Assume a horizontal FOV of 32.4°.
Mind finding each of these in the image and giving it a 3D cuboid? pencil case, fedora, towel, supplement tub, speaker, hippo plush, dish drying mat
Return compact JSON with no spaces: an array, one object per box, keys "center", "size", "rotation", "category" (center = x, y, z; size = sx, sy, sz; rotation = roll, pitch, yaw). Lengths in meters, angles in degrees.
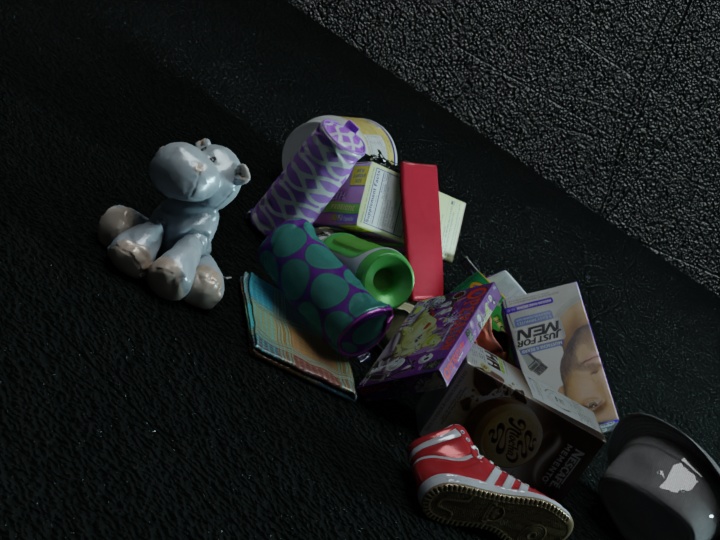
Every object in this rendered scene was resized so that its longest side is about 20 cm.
[{"center":[-0.043,0.020,1.534],"size":[0.092,0.086,0.200],"rotation":[-8,42,-40],"category":"pencil case"},{"center":[0.367,0.285,1.547],"size":[0.090,0.178,0.200],"rotation":[-29,62,-38],"category":"fedora"},{"center":[-0.075,0.076,1.504],"size":[0.146,0.022,0.200],"rotation":[26,18,-19],"category":"towel"},{"center":[-0.035,-0.187,2.093],"size":[0.145,0.146,0.200],"rotation":[38,18,16],"category":"supplement tub"},{"center":[-0.074,-0.122,1.764],"size":[0.084,0.200,0.085],"rotation":[44,25,4],"category":"pencil case"},{"center":[0.000,0.000,1.655],"size":[0.088,0.089,0.200],"rotation":[25,-1,-23],"category":"speaker"},{"center":[-0.187,-0.061,1.440],"size":[0.159,0.161,0.199],"rotation":[43,20,33],"category":"hippo plush"},{"center":[0.088,-0.055,1.798],"size":[0.076,0.202,0.018],"rotation":[1,-7,-43],"category":"dish drying mat"}]

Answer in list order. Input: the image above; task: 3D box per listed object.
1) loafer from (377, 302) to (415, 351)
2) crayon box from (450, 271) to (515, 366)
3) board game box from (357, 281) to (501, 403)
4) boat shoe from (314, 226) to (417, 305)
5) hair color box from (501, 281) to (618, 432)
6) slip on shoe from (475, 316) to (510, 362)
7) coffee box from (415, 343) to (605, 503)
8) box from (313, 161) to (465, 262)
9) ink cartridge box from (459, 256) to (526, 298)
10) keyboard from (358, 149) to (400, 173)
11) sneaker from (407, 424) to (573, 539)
[{"center":[0.090,0.110,1.613],"size":[0.199,0.076,0.068],"rotation":[37,11,11],"category":"loafer"},{"center":[0.223,0.105,1.809],"size":[0.200,0.058,0.119],"rotation":[48,-6,38],"category":"crayon box"},{"center":[0.086,0.085,1.502],"size":[0.200,0.119,0.032],"rotation":[-51,123,-51],"category":"board game box"},{"center":[0.011,-0.009,1.811],"size":[0.200,0.072,0.060],"rotation":[23,24,-20],"category":"boat shoe"},{"center":[0.265,0.126,1.669],"size":[0.065,0.108,0.201],"rotation":[77,-1,-69],"category":"hair color box"},{"center":[0.180,0.114,1.690],"size":[0.201,0.061,0.074],"rotation":[58,8,-41],"category":"slip on shoe"},{"center":[0.180,0.185,1.503],"size":[0.199,0.113,0.080],"rotation":[29,17,-10],"category":"coffee box"},{"center":[0.024,-0.086,1.880],"size":[0.199,0.098,0.175],"rotation":[21,-10,-38],"category":"box"},{"center":[0.236,0.047,1.937],"size":[0.200,0.043,0.196],"rotation":[51,1,2],"category":"ink cartridge box"},{"center":[0.006,-0.147,1.909],"size":[0.199,0.104,0.040],"rotation":[21,55,-49],"category":"keyboard"},{"center":[0.139,0.236,1.363],"size":[0.199,0.072,0.113],"rotation":[22,23,-26],"category":"sneaker"}]
